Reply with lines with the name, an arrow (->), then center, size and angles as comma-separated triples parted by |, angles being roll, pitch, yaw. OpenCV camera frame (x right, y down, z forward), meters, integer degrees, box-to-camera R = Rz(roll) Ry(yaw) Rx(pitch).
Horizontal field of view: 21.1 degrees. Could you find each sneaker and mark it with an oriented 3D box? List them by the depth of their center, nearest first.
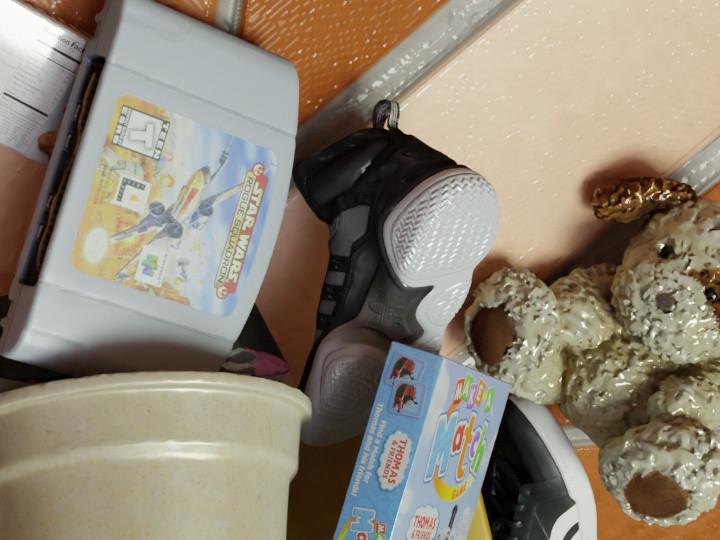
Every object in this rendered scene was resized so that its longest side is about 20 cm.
sneaker -> -0.142, 0.057, 1.108 | 0.200, 0.080, 0.086 | 2, 139, -28
sneaker -> 0.000, 0.000, 1.113 | 0.075, 0.114, 0.200 | 2, 128, -40
sneaker -> 0.097, 0.179, 1.284 | 0.112, 0.073, 0.200 | -27, 128, -12

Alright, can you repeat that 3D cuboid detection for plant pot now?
plant pot -> -0.118, 0.169, 1.030 | 0.200, 0.184, 0.200 | -5, 162, -2

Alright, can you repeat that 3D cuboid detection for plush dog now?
plush dog -> 0.193, 0.036, 1.210 | 0.172, 0.200, 0.160 | -52, 160, 21

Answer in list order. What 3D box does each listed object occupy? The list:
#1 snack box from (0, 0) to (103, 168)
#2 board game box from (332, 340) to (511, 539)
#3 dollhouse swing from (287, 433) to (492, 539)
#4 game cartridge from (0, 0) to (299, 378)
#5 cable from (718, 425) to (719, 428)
snack box -> -0.139, -0.081, 1.047 | 0.200, 0.024, 0.072 | 28, 100, -35
board game box -> 0.025, 0.147, 1.083 | 0.151, 0.037, 0.200 | 25, 80, -70
dollhouse swing -> 0.006, 0.189, 1.234 | 0.200, 0.176, 0.182 | -15, 162, 6
game cartridge -> -0.105, -0.034, 1.029 | 0.133, 0.042, 0.200 | 19, 85, -32
cable -> 0.311, 0.034, 1.311 | 0.200, 0.069, 0.200 | -2, 119, -25
